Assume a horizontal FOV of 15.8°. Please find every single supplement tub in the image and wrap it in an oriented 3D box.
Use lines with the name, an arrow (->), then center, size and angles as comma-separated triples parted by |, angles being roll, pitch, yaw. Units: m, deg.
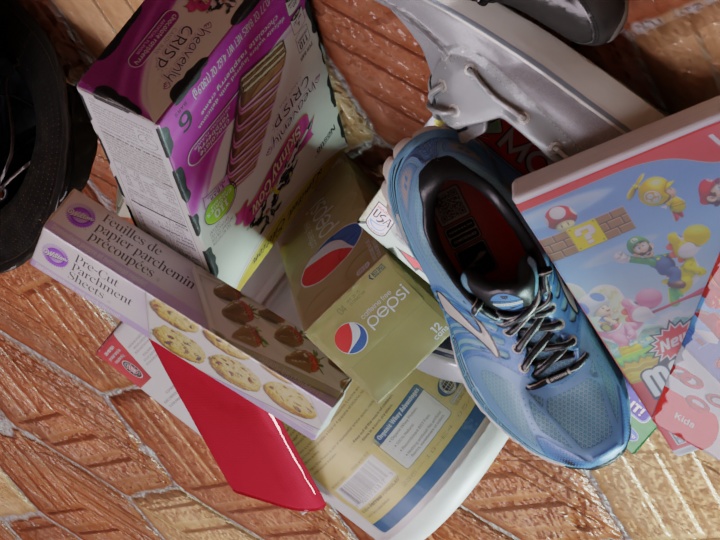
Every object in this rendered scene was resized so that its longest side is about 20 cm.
supplement tub -> -0.008, 0.071, 1.701 | 0.200, 0.145, 0.145 | 39, 159, -6

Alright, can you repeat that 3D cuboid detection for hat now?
hat -> -0.230, -0.098, 1.761 | 0.081, 0.201, 0.200 | -5, -168, -42

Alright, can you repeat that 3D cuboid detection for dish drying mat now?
dish drying mat -> -0.083, 0.080, 1.623 | 0.077, 0.018, 0.200 | 15, 146, 35

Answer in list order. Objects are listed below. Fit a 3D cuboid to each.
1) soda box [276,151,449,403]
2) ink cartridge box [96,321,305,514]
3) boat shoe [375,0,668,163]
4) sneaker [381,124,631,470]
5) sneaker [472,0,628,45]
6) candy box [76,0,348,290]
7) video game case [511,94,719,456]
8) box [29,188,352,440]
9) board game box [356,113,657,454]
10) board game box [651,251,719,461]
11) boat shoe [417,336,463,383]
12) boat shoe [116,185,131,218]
soda box -> 0.000, 0.000, 1.527 | 0.064, 0.068, 0.200 | 43, -171, -19
ink cartridge box -> -0.082, 0.079, 1.914 | 0.200, 0.083, 0.147 | 39, 159, -5
boat shoe -> 0.070, -0.094, 1.314 | 0.201, 0.072, 0.070 | 34, -174, 4
sneaker -> 0.074, 0.021, 1.338 | 0.200, 0.078, 0.090 | 57, -179, -7
sneaker -> 0.035, -0.159, 1.252 | 0.200, 0.079, 0.075 | 33, 157, 3
candy box -> -0.080, -0.088, 1.494 | 0.061, 0.137, 0.200 | 27, 158, 22
video game case -> 0.183, 0.003, 1.314 | 0.143, 0.017, 0.200 | -22, 126, 19
box -> -0.096, 0.026, 1.507 | 0.200, 0.039, 0.041 | 32, 138, 1
board game box -> 0.110, -0.013, 1.390 | 0.200, 0.029, 0.135 | 40, 126, 6
board game box -> 0.261, 0.038, 1.235 | 0.200, 0.056, 0.196 | 30, 131, 16
boat shoe -> 0.106, 0.012, 1.471 | 0.200, 0.071, 0.091 | 3, 119, 30
boat shoe -> -0.105, -0.083, 1.660 | 0.067, 0.072, 0.200 | 13, 158, -14
